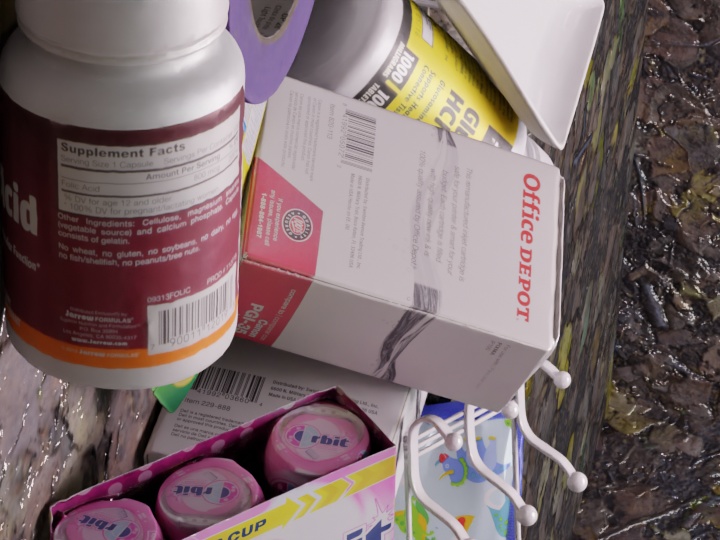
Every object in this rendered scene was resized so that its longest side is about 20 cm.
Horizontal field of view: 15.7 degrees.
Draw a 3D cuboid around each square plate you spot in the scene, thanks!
[{"bbox_3d":[0.086,-0.200,1.694,0.200,0.028,0.199,54,30,-22],"label":"square plate"}]

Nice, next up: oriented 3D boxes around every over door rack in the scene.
[{"bbox_3d":[0.078,0.169,1.638,0.147,0.066,0.201,-22,126,-53],"label":"over door rack"}]

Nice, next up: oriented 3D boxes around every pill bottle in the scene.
[{"bbox_3d":[-0.111,-0.056,1.209,0.114,0.113,0.201,-62,159,-56],"label":"pill bottle"},{"bbox_3d":[0.035,-0.096,1.676,0.200,0.112,0.113,39,55,-36],"label":"pill bottle"}]

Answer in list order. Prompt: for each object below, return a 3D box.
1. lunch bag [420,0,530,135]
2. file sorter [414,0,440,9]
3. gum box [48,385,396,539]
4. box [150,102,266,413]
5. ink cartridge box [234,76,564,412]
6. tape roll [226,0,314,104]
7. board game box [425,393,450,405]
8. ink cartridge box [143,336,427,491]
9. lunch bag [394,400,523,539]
[{"bbox_3d":[0.083,-0.186,2.031,0.168,0.139,0.201,-45,147,-43],"label":"lunch bag"},{"bbox_3d":[0.062,-0.265,1.859,0.139,0.124,0.201,84,19,-56],"label":"file sorter"},{"bbox_3d":[-0.079,0.157,1.438,0.199,0.066,0.114,-22,133,-27],"label":"gum box"},{"bbox_3d":[-0.102,-0.029,1.454,0.117,0.048,0.201,69,31,-71],"label":"box"},{"bbox_3d":[0.015,-0.015,1.570,0.083,0.199,0.147,125,-23,-49],"label":"ink cartridge box"},{"bbox_3d":[-0.076,-0.190,1.339,0.200,0.084,0.202,11,90,-78],"label":"tape roll"},{"bbox_3d":[0.023,0.069,1.874,0.201,0.034,0.135,-65,-150,11],"label":"board game box"},{"bbox_3d":[-0.035,0.075,1.623,0.084,0.145,0.201,90,15,-49],"label":"ink cartridge box"},{"bbox_3d":[0.015,0.169,1.753,0.128,0.169,0.201,-111,-158,-47],"label":"lunch bag"}]
